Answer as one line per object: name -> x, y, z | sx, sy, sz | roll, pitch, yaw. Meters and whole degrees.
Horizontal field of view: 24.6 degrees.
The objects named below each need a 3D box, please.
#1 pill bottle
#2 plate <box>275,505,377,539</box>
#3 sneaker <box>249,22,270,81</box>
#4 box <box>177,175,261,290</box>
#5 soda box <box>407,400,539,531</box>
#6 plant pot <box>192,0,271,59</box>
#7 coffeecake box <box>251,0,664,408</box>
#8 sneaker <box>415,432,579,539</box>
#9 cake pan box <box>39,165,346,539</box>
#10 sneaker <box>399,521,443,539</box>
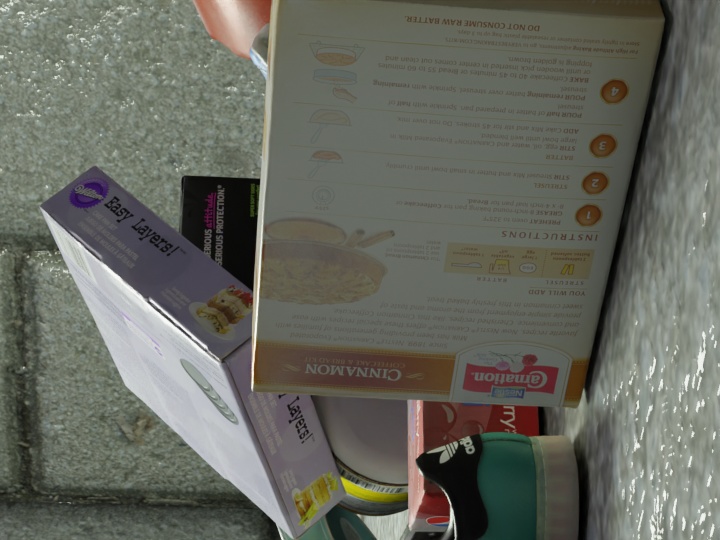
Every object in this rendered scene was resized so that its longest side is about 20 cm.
pill bottle -> 0.015, 0.101, 1.096 | 0.200, 0.108, 0.111 | 110, 162, -73
plate -> 0.003, 0.218, 1.143 | 0.201, 0.025, 0.200 | 54, -172, -11
sneaker -> 0.011, -0.126, 0.982 | 0.199, 0.077, 0.076 | -12, 47, 44
box -> -0.037, 0.025, 1.213 | 0.149, 0.197, 0.126 | 101, 170, -57
soda box -> 0.059, 0.035, 0.890 | 0.070, 0.063, 0.202 | 102, 169, -65
plant pot -> -0.060, -0.258, 1.081 | 0.196, 0.198, 0.202 | 73, -169, -47
coffeecake box -> 0.033, -0.041, 0.712 | 0.073, 0.151, 0.202 | -93, 8, -53
sneaker -> 0.053, 0.174, 0.770 | 0.071, 0.079, 0.203 | -127, 39, -82
cake pan box -> -0.104, 0.050, 1.015 | 0.199, 0.052, 0.185 | 35, 153, 38
sneaker -> 0.038, 0.209, 1.011 | 0.091, 0.066, 0.202 | -101, 12, -60
